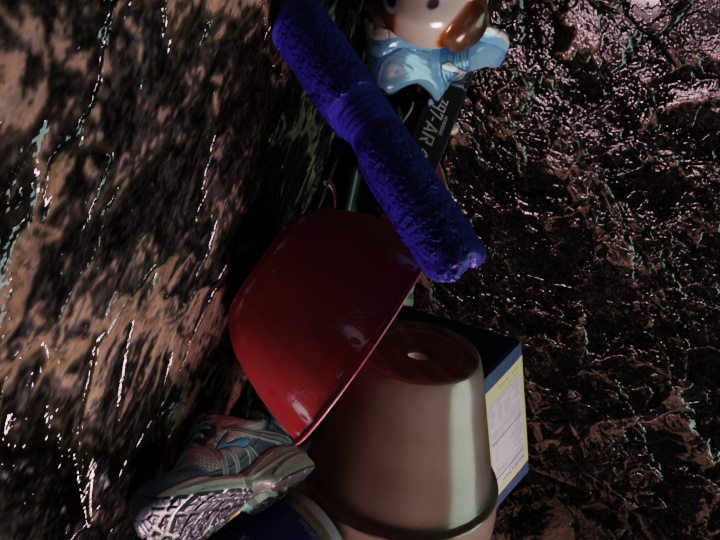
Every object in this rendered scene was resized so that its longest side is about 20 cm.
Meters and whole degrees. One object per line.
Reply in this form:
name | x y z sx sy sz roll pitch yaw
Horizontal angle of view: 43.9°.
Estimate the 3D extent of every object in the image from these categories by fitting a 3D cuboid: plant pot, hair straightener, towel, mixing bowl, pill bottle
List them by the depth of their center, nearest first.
towel | 0.012 -0.079 0.597 0.049 0.201 0.148 -34 176 9
mixing bowl | -0.037 0.026 0.720 0.201 0.108 0.200 -55 -178 3
pill bottle | -0.111 0.286 0.761 0.199 0.115 0.117 -31 149 -41
plant pot | 0.045 0.151 0.849 0.200 0.197 0.176 -57 156 -65
hair straightener | 0.012 -0.120 0.932 0.203 0.076 0.041 -69 164 -1

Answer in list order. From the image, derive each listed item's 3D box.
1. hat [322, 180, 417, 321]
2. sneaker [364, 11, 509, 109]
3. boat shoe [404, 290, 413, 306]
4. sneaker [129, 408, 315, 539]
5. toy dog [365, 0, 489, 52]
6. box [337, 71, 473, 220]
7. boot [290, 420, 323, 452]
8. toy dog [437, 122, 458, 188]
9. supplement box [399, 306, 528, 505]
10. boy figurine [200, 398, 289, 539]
hat | -0.033 -0.007 0.938 0.165 0.198 0.179 -24 102 -47
sneaker | 0.072 -0.211 0.896 0.198 0.078 0.091 -12 120 -43
boat shoe | 0.000 0.000 1.080 0.199 0.074 0.070 14 80 -58
sneaker | -0.123 0.161 0.720 0.078 0.087 0.199 -46 160 18
toy dog | 0.080 -0.287 0.769 0.202 0.138 0.194 -60 168 -19
box | 0.042 -0.137 1.010 0.160 0.043 0.203 -4 -117 67
boot | -0.066 0.249 1.188 0.078 0.136 0.202 96 16 -69
toy dog | 0.067 -0.107 1.113 0.200 0.095 0.133 -44 -150 44
supplement box | 0.091 0.180 1.116 0.134 0.198 0.203 -34 127 -39
boy figurine | -0.127 0.223 0.893 0.125 0.064 0.201 -61 -176 43
